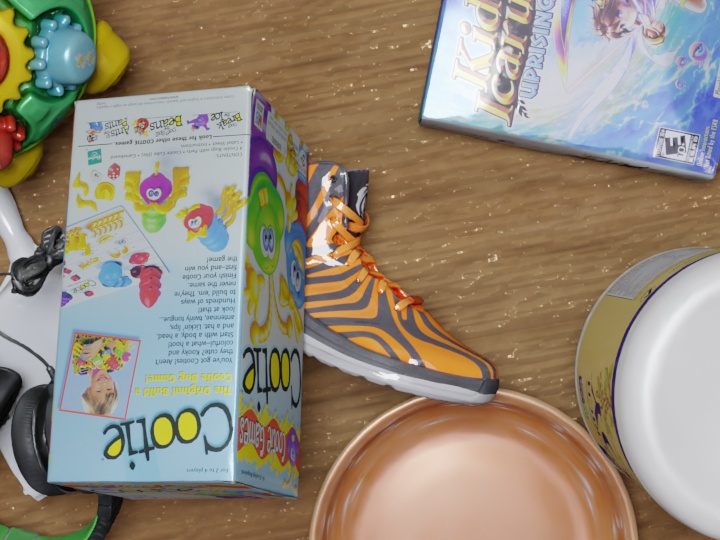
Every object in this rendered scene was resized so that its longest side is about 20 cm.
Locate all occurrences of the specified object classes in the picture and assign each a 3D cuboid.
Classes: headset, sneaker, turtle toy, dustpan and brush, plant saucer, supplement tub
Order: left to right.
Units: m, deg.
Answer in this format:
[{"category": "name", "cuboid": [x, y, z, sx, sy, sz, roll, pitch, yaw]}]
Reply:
[{"category": "turtle toy", "cuboid": [-0.223, -0.104, 0.738, 0.146, 0.101, 0.200, 42, 94, -20]}, {"category": "headset", "cuboid": [-0.190, 0.079, 0.783, 0.122, 0.094, 0.201, 12, 121, 6]}, {"category": "dustpan and brush", "cuboid": [-0.192, 0.018, 0.826, 0.139, 0.057, 0.201, -30, 97, 13]}, {"category": "sneaker", "cuboid": [0.000, 0.000, 0.792, 0.199, 0.078, 0.113, 22, 89, 14]}, {"category": "plant saucer", "cuboid": [0.067, 0.169, 0.828, 0.198, 0.037, 0.202, 0, 92, 0]}, {"category": "supplement tub", "cuboid": [0.195, 0.060, 0.743, 0.144, 0.200, 0.147, 0, 90, 0]}]

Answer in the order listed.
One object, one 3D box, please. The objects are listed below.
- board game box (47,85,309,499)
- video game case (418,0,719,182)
[{"category": "board game box", "cuboid": [-0.092, 0.017, 0.731, 0.104, 0.103, 0.202, -2, 75, 15]}, {"category": "video game case", "cuboid": [0.141, -0.169, 0.818, 0.180, 0.045, 0.202, 11, 91, 1]}]
